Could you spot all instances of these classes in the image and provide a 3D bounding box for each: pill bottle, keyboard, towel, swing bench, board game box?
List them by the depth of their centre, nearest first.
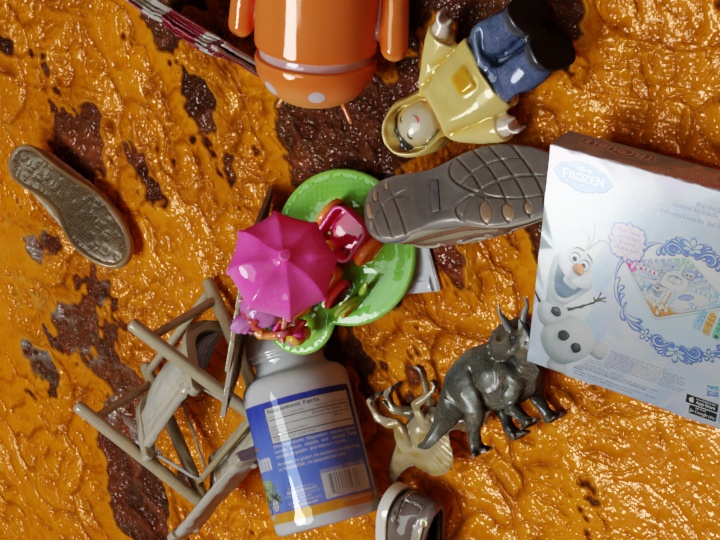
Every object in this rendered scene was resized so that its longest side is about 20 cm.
[{"bbox_3d":[0.237,0.009,1.236,0.199,0.043,0.201,19,122,27],"label":"board game box"},{"bbox_3d":[-0.165,-0.232,1.501,0.199,0.144,0.023,34,96,31],"label":"towel"},{"bbox_3d":[0.000,0.000,1.526,0.199,0.011,0.057,-6,97,46],"label":"keyboard"},{"bbox_3d":[-0.056,0.157,1.565,0.112,0.111,0.202,-24,78,48],"label":"pill bottle"},{"bbox_3d":[-0.184,0.156,1.699,0.200,0.129,0.199,50,136,9],"label":"swing bench"}]

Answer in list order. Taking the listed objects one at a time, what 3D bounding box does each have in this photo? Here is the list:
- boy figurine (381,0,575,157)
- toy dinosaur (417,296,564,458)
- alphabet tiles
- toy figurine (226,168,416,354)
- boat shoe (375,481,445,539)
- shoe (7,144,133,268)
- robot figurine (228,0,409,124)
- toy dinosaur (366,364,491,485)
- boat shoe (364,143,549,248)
[{"bbox_3d":[0.089,-0.161,1.321,0.199,0.064,0.125,-31,88,45],"label":"boy figurine"},{"bbox_3d":[0.121,0.105,1.409,0.200,0.077,0.103,-38,70,47],"label":"toy dinosaur"},{"bbox_3d":[-0.115,0.036,1.543,0.007,0.167,0.202,11,112,0],"label":"alphabet tiles"},{"bbox_3d":[-0.066,0.008,1.414,0.150,0.184,0.200,44,113,13],"label":"toy figurine"},{"bbox_3d":[0.056,0.309,1.562,0.059,0.072,0.202,15,120,32],"label":"boat shoe"},{"bbox_3d":[-0.327,-0.077,1.801,0.200,0.053,0.070,44,101,18],"label":"shoe"},{"bbox_3d":[-0.036,-0.231,1.377,0.117,0.142,0.202,-127,35,-57],"label":"robot figurine"},{"bbox_3d":[0.049,0.159,1.509,0.102,0.058,0.200,56,137,10],"label":"toy dinosaur"},{"bbox_3d":[0.102,-0.061,1.350,0.198,0.072,0.077,-6,74,30],"label":"boat shoe"}]
